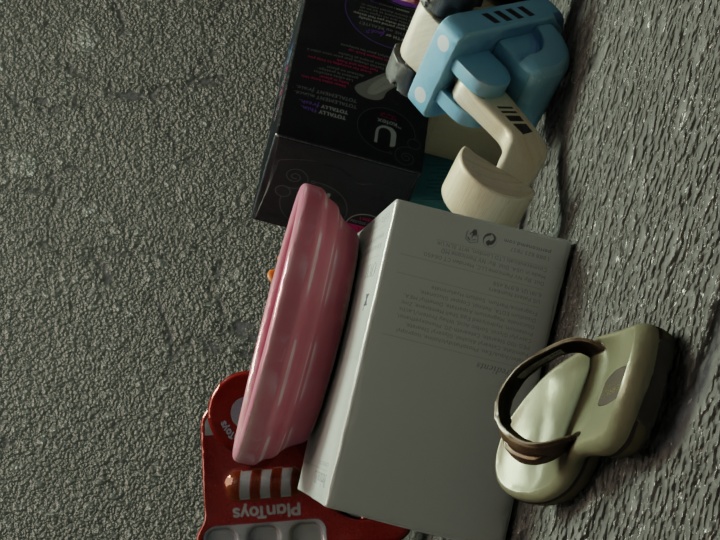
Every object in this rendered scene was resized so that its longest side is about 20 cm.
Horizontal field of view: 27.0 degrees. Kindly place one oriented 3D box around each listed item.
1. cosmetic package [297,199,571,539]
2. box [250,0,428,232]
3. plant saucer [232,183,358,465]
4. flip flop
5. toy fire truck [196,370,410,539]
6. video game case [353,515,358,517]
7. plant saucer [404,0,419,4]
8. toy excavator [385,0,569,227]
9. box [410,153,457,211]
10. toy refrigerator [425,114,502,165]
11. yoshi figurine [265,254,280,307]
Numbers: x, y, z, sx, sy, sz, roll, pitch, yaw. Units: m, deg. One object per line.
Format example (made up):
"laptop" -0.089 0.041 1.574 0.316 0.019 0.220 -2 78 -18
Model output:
"cosmetic package" 0.042 0.072 1.021 0.199 0.122 0.201 143 139 -81
"box" -0.010 -0.131 1.244 0.106 0.122 0.200 112 171 -48
"plant saucer" -0.043 0.041 1.056 0.201 0.051 0.201 -166 90 -86
"flip flop" 0.101 0.070 0.767 0.200 0.057 0.081 124 160 -72
"toy fire truck" -0.035 0.166 1.212 0.112 0.199 0.169 44 -138 -79
"video game case" -0.022 0.127 1.394 0.182 0.023 0.201 38 -125 -47
"plant saucer" 0.070 -0.288 1.440 0.201 0.051 0.201 -48 -10 -11
"toy excavator" 0.098 -0.125 1.075 0.200 0.194 0.100 49 136 26
"box" 0.080 -0.118 1.322 0.082 0.049 0.201 72 -157 -54
"toy refrigerator" 0.103 -0.191 1.276 0.070 0.076 0.201 113 170 -57
"yoshi figurine" 0.008 0.014 1.337 0.200 0.112 0.113 -28 -64 -40
